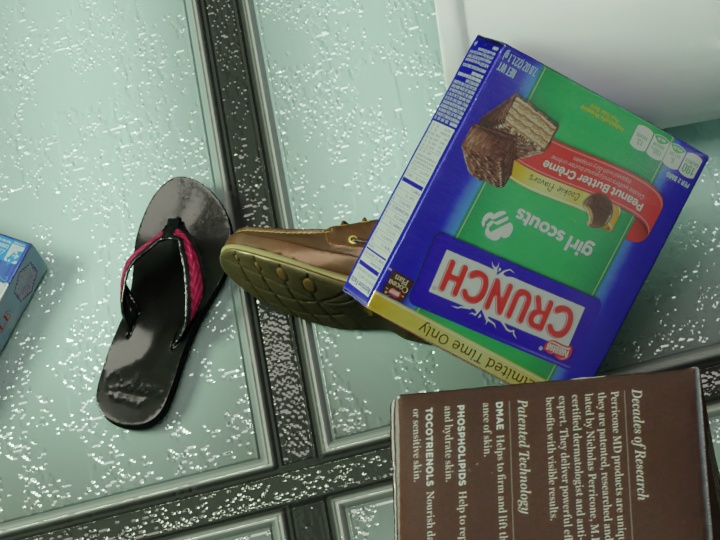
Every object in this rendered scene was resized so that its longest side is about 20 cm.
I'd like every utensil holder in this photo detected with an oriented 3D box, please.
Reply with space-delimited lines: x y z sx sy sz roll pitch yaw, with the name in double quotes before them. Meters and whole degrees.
"utensil holder" 0.160 -0.174 1.826 0.199 0.170 0.171 -8 60 6

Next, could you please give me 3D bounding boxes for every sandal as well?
"sandal" -0.143 0.018 1.860 0.075 0.045 0.201 7 64 17

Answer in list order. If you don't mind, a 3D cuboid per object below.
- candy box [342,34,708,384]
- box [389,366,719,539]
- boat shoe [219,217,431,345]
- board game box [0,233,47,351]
"candy box" 0.110 -0.030 1.730 0.168 0.077 0.201 27 93 -14
"box" 0.131 0.177 1.638 0.199 0.166 0.165 -6 60 9
"boat shoe" 0.000 0.000 1.825 0.199 0.072 0.068 12 60 12
"board game box" -0.364 0.043 1.900 0.199 0.041 0.200 17 67 21
